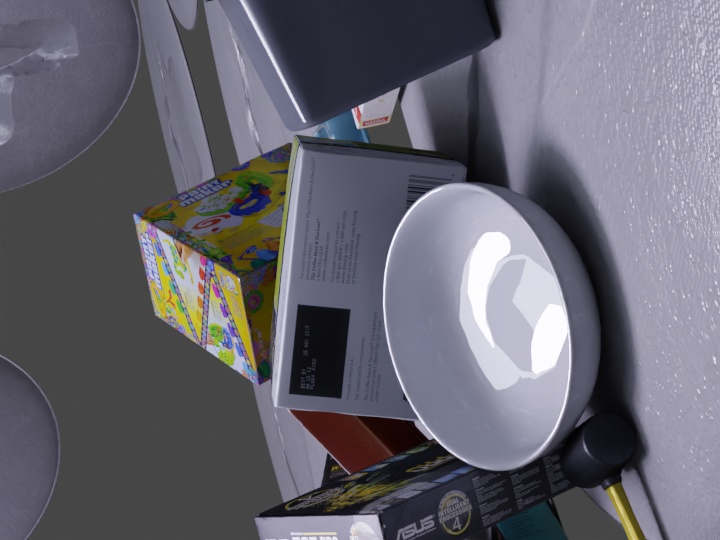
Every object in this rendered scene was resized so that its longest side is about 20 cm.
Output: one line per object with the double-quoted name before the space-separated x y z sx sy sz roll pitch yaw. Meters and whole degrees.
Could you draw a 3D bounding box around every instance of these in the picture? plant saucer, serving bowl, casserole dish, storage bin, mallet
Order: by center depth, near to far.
"mallet" 0.190 0.186 1.024 0.066 0.041 0.201 101 148 -60
"serving bowl" 0.101 0.035 1.096 0.199 0.065 0.203 17 112 51
"storage bin" 0.000 -0.192 1.112 0.135 0.198 0.145 65 170 -7
"plant saucer" 0.022 0.154 1.371 0.200 0.037 0.200 46 -171 -4
"casserole dish" -0.021 -0.107 1.664 0.200 0.038 0.122 148 106 -77

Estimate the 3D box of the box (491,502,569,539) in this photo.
"box" 0.161 0.277 1.224 0.200 0.049 0.083 -120 19 -52

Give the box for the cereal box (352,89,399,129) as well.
"cereal box" 0.004 -0.230 1.383 0.200 0.039 0.145 109 146 -70

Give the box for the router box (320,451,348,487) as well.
"router box" 0.029 0.226 1.530 0.150 0.051 0.201 -80 -31 -52

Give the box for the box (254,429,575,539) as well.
"box" 0.044 0.170 1.163 0.160 0.199 0.050 -9 96 53

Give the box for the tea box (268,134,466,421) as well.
"tea box" 0.000 0.000 1.260 0.197 0.132 0.202 -121 37 -80

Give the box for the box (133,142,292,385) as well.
"box" -0.084 -0.014 1.546 0.192 0.199 0.123 29 137 46
